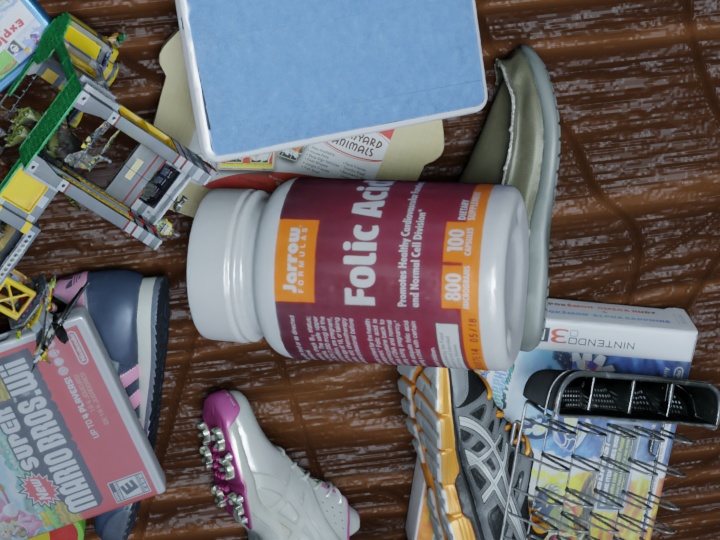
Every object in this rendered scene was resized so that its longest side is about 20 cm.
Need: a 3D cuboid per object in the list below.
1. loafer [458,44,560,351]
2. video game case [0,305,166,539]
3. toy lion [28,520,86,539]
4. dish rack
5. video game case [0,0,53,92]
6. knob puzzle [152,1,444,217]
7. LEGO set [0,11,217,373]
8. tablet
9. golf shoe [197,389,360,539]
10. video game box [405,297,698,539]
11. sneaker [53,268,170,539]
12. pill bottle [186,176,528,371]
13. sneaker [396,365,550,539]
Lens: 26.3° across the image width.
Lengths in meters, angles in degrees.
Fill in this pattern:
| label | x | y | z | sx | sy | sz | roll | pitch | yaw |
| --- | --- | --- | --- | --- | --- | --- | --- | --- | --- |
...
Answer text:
| label | x | y | z | sx | sy | sz | roll | pitch | yaw |
| --- | --- | --- | --- | --- | --- | --- | --- | --- | --- |
| loafer | 0.091 | -0.047 | 1.015 | 0.069 | 0.075 | 0.203 | 2 | 96 | -1 |
| video game case | -0.245 | 0.117 | 1.012 | 0.198 | 0.017 | 0.144 | -19 | 116 | 4 |
| toy lion | -0.291 | 0.160 | 1.083 | 0.197 | 0.069 | 0.194 | 7 | 119 | -9 |
| dish rack | 0.159 | 0.164 | 1.042 | 0.152 | 0.054 | 0.203 | 7 | 96 | -33 |
| video game case | -0.304 | -0.179 | 0.961 | 0.143 | 0.018 | 0.200 | -37 | 111 | 8 |
| knob puzzle | -0.037 | -0.115 | 1.009 | 0.216 | 0.031 | 0.222 | -2 | 112 | -5 |
| LEGO set | -0.177 | -0.046 | 0.958 | 0.115 | 0.154 | 0.201 | 33 | 94 | -31 |
| tablet | -0.015 | -0.148 | 0.953 | 0.198 | 0.014 | 0.132 | -13 | 101 | -23 |
| golf shoe | -0.054 | 0.166 | 1.110 | 0.091 | 0.075 | 0.202 | -26 | 113 | -19 |
| video game box | 0.135 | 0.118 | 1.116 | 0.180 | 0.047 | 0.203 | 5 | 111 | -6 |
| sneaker | -0.180 | 0.093 | 1.064 | 0.081 | 0.070 | 0.203 | 8 | 106 | -1 |
| pill bottle | 0.000 | 0.000 | 0.960 | 0.197 | 0.114 | 0.116 | 2 | 114 | 14 |
| sneaker | 0.078 | 0.117 | 1.053 | 0.076 | 0.078 | 0.202 | -17 | 116 | -10 |
